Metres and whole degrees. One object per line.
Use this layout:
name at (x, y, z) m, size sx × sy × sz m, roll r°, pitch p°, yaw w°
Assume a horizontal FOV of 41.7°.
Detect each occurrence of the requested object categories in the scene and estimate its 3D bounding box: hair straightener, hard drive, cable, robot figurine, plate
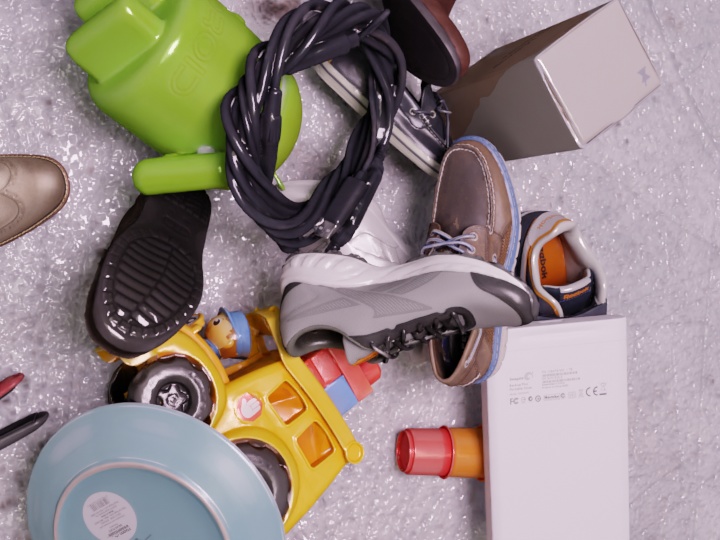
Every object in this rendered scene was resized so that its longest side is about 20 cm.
hair straightener at (-0.318, 0.164, 0.704) m, size 0.199 × 0.041 × 0.078 m, roll -36°, pitch 102°, yaw -16°
hard drive at (0.172, 0.145, 0.829) m, size 0.129 × 0.027 × 0.205 m, roll -4°, pitch 97°, yaw -11°
cable at (-0.032, -0.117, 0.706) m, size 0.163 × 0.050 × 0.203 m, roll 40°, pitch 72°, yaw -46°
robot figurine at (-0.123, -0.140, 0.715) m, size 0.199 × 0.114 × 0.178 m, roll 36°, pitch 38°, yaw -42°
plate at (-0.149, 0.190, 0.662) m, size 0.196 × 0.026 × 0.204 m, roll 4°, pitch 110°, yaw 11°

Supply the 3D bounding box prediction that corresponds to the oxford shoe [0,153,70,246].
oxford shoe at (-0.308, -0.041, 0.686) m, size 0.197 × 0.075 × 0.072 m, roll -20°, pitch 97°, yaw -19°

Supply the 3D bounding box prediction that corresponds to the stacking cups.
stacking cups at (0.129, 0.165, 0.869) m, size 0.196 × 0.060 × 0.062 m, roll 7°, pitch 89°, yaw -15°

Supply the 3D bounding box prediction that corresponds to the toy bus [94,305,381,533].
toy bus at (-0.084, 0.095, 0.744) m, size 0.191 × 0.135 × 0.202 m, roll -38°, pitch 101°, yaw -19°

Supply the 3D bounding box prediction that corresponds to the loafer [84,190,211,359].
loafer at (-0.157, 0.002, 0.696) m, size 0.073 × 0.201 × 0.071 m, roll 36°, pitch 119°, yaw -17°

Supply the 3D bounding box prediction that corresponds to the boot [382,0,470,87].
boot at (0.101, -0.249, 0.808) m, size 0.197 × 0.189 × 0.069 m, roll -21°, pitch 141°, yaw -19°

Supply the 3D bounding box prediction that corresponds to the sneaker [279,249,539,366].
sneaker at (0.032, 0.034, 0.689) m, size 0.196 × 0.074 × 0.081 m, roll -1°, pitch 62°, yaw 18°

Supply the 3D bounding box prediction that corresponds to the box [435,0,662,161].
box at (0.146, -0.148, 0.788) m, size 0.094 × 0.199 × 0.078 m, roll -36°, pitch 102°, yaw -16°

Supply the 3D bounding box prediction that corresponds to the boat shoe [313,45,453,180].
boat shoe at (0.048, -0.133, 0.817) m, size 0.199 × 0.075 × 0.062 m, roll 41°, pitch 99°, yaw -11°

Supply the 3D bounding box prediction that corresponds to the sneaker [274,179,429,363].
sneaker at (0.000, 0.000, 0.788) m, size 0.199 × 0.075 × 0.101 m, roll 35°, pitch 51°, yaw -17°

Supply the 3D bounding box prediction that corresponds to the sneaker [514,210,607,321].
sneaker at (0.186, 0.045, 0.873) m, size 0.077 × 0.079 × 0.204 m, roll -21°, pitch 99°, yaw -19°

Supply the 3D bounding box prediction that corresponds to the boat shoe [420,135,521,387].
boat shoe at (0.085, -0.006, 0.759) m, size 0.072 × 0.071 × 0.205 m, roll -11°, pitch 100°, yaw -58°
